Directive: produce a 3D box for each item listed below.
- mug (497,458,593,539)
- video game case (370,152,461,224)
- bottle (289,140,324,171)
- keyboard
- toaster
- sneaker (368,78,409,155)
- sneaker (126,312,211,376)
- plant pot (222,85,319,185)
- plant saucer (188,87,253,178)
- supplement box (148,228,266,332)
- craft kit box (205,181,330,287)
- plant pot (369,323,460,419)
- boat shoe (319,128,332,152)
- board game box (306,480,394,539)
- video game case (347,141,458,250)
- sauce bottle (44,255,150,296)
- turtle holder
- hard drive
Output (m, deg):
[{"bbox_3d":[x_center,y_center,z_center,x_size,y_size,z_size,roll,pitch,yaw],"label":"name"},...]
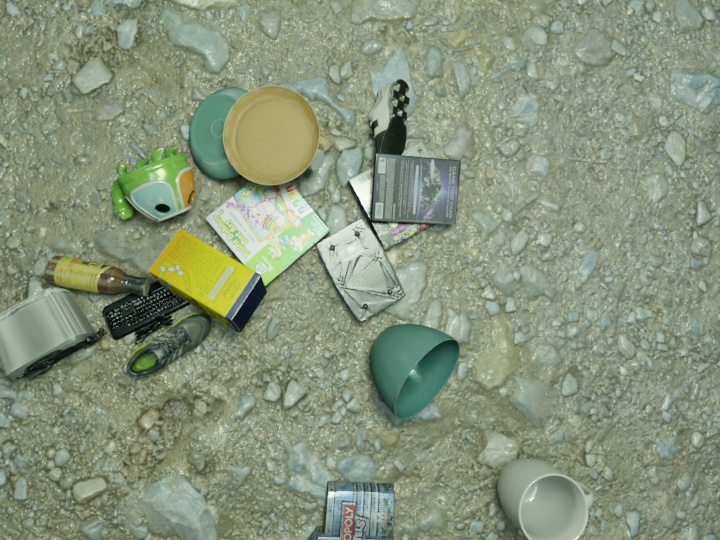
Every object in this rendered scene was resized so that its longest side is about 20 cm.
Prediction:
[{"bbox_3d":[0.395,0.479,1.090,0.197,0.175,0.150,-1,86,-7],"label":"mug"},{"bbox_3d":[0.123,-0.178,1.131,0.198,0.019,0.145,2,98,-15],"label":"video game case"},{"bbox_3d":[-0.171,-0.270,1.100,0.199,0.065,0.084,27,100,20],"label":"bottle"},{"bbox_3d":[-0.447,0.082,1.094,0.198,0.040,0.105,-27,89,-7],"label":"keyboard"},{"bbox_3d":[-0.636,0.123,1.033,0.199,0.114,0.130,-31,87,-6],"label":"toaster"},{"bbox_3d":[0.056,-0.326,1.162,0.074,0.088,0.202,18,79,-44],"label":"sneaker"},{"bbox_3d":[-0.399,0.162,1.068,0.199,0.081,0.074,-36,101,-6],"label":"sneaker"},{"bbox_3d":[-0.179,-0.272,1.039,0.197,0.027,0.203,0,88,3],"label":"plant pot"},{"bbox_3d":[-0.297,-0.301,1.096,0.198,0.036,0.203,-2,86,21],"label":"plant saucer"},{"bbox_3d":[-0.309,0.024,1.052,0.199,0.109,0.110,29,71,8],"label":"supplement box"},{"bbox_3d":[-0.203,-0.100,1.133,0.197,0.049,0.200,-41,91,-5],"label":"craft kit box"},{"bbox_3d":[0.097,0.192,1.087,0.134,0.200,0.200,36,81,34],"label":"plant pot"},{"bbox_3d":[-0.151,-0.327,1.148,0.200,0.071,0.065,41,48,5],"label":"boat shoe"},{"bbox_3d":[-0.029,0.566,1.094,0.197,0.062,0.203,4,86,-7],"label":"board game box"},{"bbox_3d":[0.097,-0.170,1.173,0.199,0.036,0.183,-29,90,-8],"label":"video game case"},{"bbox_3d":[-0.549,0.017,1.076,0.198,0.065,0.066,12,85,-7],"label":"sauce bottle"},{"bbox_3d":[-0.434,-0.168,1.064,0.184,0.141,0.133,-27,106,-16],"label":"turtle holder"},{"bbox_3d":[0.000,0.000,1.147,0.134,0.042,0.201,-30,90,-7],"label":"hard drive"}]
